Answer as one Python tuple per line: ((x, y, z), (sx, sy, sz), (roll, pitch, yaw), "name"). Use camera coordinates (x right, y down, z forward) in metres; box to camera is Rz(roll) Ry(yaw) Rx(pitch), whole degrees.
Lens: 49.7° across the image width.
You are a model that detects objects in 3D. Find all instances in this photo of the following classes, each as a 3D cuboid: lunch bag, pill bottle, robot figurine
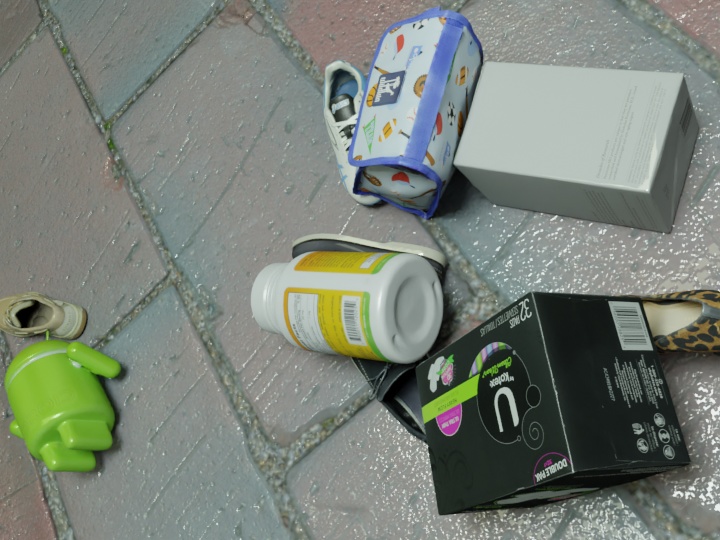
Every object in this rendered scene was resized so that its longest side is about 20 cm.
((0.060, -0.164, 0.833), (0.123, 0.200, 0.171), (17, 84, -1), "lunch bag")
((-0.021, 0.035, 0.836), (0.200, 0.111, 0.111), (3, 75, 40), "pill bottle")
((-0.412, 0.178, 1.062), (0.176, 0.116, 0.200), (-51, 56, 16), "robot figurine")

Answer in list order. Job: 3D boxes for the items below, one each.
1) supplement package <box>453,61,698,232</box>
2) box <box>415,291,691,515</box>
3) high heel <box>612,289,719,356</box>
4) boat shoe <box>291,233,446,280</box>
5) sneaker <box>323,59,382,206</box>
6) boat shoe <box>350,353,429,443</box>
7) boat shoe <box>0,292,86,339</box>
((0.218, -0.127, 0.787), (0.200, 0.121, 0.120), (14, 82, 32), "supplement package")
((0.156, 0.124, 0.687), (0.200, 0.124, 0.149), (-45, 47, 54), "box")
((0.241, 0.044, 0.703), (0.199, 0.142, 0.072), (1, 75, 31), "high heel")
((0.000, 0.000, 0.904), (0.199, 0.073, 0.063), (6, 74, 27), "boat shoe")
((-0.011, -0.171, 0.967), (0.072, 0.072, 0.201), (-23, 65, 21), "sneaker")
((0.045, 0.117, 0.845), (0.075, 0.062, 0.200), (-49, 55, 9), "boat shoe")
((-0.508, 0.065, 1.186), (0.199, 0.065, 0.072), (6, 77, 32), "boat shoe")
